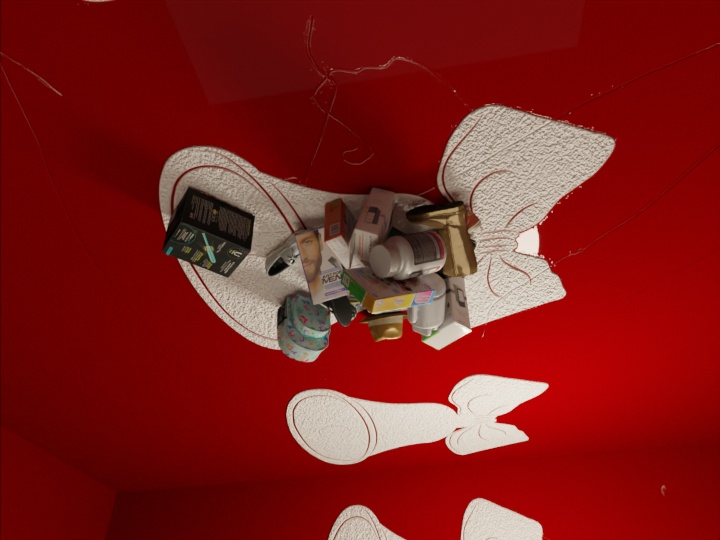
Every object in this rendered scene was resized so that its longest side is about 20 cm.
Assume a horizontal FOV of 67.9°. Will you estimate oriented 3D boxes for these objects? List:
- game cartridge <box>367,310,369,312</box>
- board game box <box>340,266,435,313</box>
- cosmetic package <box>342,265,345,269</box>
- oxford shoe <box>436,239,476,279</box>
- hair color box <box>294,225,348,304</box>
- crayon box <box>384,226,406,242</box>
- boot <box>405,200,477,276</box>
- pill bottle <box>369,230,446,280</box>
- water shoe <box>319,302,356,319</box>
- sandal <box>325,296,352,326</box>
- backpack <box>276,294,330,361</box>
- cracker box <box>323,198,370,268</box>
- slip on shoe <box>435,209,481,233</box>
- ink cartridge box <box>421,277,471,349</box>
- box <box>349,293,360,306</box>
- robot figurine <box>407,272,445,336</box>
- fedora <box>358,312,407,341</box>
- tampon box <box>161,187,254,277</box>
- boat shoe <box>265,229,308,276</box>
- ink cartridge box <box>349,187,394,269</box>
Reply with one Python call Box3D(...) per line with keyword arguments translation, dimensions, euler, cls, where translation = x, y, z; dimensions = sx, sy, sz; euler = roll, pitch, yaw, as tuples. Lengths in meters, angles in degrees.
Box3D(translation=(0.096, 0.108, 1.677), dimensions=(0.130, 0.042, 0.200), euler=(-14, 170, 8), cls="game cartridge")
Box3D(translation=(0.070, 0.041, 1.370), dimensions=(0.197, 0.153, 0.041), euler=(-6, 122, -34), cls="board game box")
Box3D(translation=(0.000, 0.000, 1.614), dimensions=(0.195, 0.105, 0.088), euler=(-5, 140, 1), cls="cosmetic package")
Box3D(translation=(0.278, -0.021, 1.614), dimensions=(0.072, 0.086, 0.200), euler=(24, 134, -27), cls="oxford shoe")
Box3D(translation=(-0.110, -0.018, 1.510), dimensions=(0.107, 0.065, 0.204), euler=(-16, 99, -6), cls="hair color box")
Box3D(translation=(0.098, -0.006, 1.510), dimensions=(0.125, 0.051, 0.203), euler=(20, 99, -46), cls="crayon box")
Box3D(translation=(0.223, -0.078, 1.469), dimensions=(0.172, 0.066, 0.204), euler=(-3, 115, 24), cls="boot")
Box3D(translation=(0.120, -0.037, 1.370), dimensions=(0.197, 0.112, 0.111), euler=(-11, 154, -41), cls="pill bottle")
Box3D(translation=(-0.101, 0.097, 1.752), dimensions=(0.200, 0.072, 0.079), euler=(43, 166, -18), cls="water shoe")
Box3D(translation=(-0.088, 0.083, 1.688), dimensions=(0.048, 0.075, 0.203), euler=(-19, 101, 49), cls="sandal")
Box3D(translation=(-0.185, 0.192, 1.767), dimensions=(0.175, 0.203, 0.150), euler=(22, 137, -26), cls="backpack")
Box3D(translation=(-0.031, -0.081, 1.484), dimensions=(0.057, 0.136, 0.201), euler=(-17, 140, 18), cls="cracker box")
Box3D(translation=(0.247, -0.113, 1.520), dimensions=(0.198, 0.074, 0.062), euler=(-28, 104, 36), cls="slip on shoe")
Box3D(translation=(0.264, 0.123, 1.700), dimensions=(0.083, 0.203, 0.145), euler=(27, 134, -29), cls="ink cartridge box")
Box3D(translation=(0.062, 0.062, 1.707), dimensions=(0.196, 0.072, 0.064), euler=(-11, 166, 12), cls="box")
Box3D(translation=(0.194, 0.089, 1.573), dimensions=(0.111, 0.169, 0.204), euler=(16, 122, 31), cls="robot figurine")
Box3D(translation=(0.087, 0.195, 1.821), dimensions=(0.196, 0.084, 0.201), euler=(-8, 170, -1), cls="fedora")
Box3D(translation=(-0.409, -0.099, 1.452), dimensions=(0.198, 0.128, 0.149), euler=(24, 136, -30), cls="tampon box")
Box3D(translation=(-0.207, -0.043, 1.573), dimensions=(0.199, 0.073, 0.070), euler=(-33, 132, 29), cls="boat shoe")
Box3D(translation=(0.030, -0.103, 1.397), dimensions=(0.066, 0.202, 0.118), euler=(15, 144, 10), cls="ink cartridge box")
